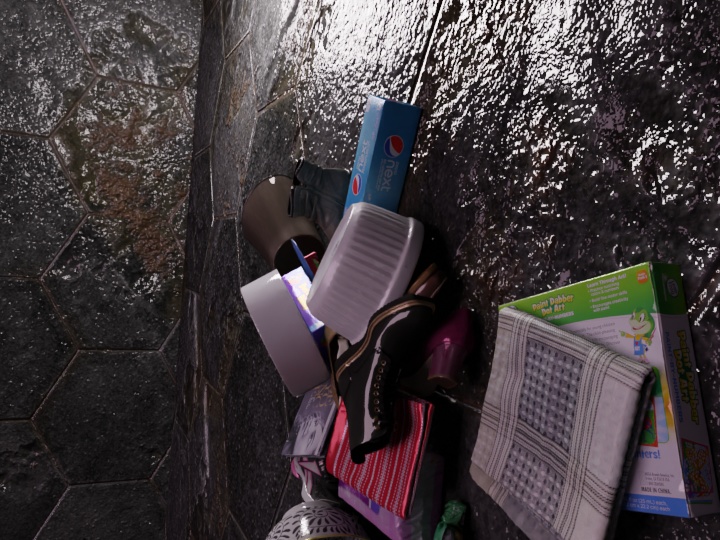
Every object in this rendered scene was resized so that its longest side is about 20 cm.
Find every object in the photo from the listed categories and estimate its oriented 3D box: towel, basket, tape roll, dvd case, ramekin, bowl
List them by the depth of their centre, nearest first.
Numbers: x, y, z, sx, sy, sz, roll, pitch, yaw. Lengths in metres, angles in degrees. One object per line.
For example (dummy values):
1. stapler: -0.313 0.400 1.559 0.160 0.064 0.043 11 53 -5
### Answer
1. towel: 0.170 0.153 0.565 0.192 0.034 0.203 29 112 62
2. towel: 0.018 0.229 0.814 0.199 0.022 0.147 2 76 59
3. ramekin: 0.000 0.000 0.865 0.201 0.104 0.202 -90 26 -72
4. bowl: -0.075 0.428 0.945 0.095 0.198 0.203 -113 37 -49
5. tape roll: -0.123 0.104 1.000 0.204 0.070 0.203 61 172 15
6. dvd case: -0.082 0.271 1.115 0.200 0.016 0.150 -30 34 60
7. basket: -0.160 -0.076 1.272 0.201 0.134 0.182 55 129 48

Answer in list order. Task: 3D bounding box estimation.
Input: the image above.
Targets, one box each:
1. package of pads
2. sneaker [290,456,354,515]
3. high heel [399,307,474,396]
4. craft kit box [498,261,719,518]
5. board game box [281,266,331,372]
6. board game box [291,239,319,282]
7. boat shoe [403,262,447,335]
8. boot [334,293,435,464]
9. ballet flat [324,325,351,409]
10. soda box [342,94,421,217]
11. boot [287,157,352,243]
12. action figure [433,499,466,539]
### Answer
1. package of pads: 0.040 0.295 0.860 0.199 0.075 0.123 2 84 64
2. sneaker: -0.068 0.357 1.079 0.199 0.079 0.088 29 101 56
3. high heel: 0.093 0.114 0.820 0.200 0.067 0.097 -27 39 62
4. craft kit box: 0.214 0.113 0.563 0.199 0.048 0.201 -27 65 61
5. board game box: -0.073 0.098 1.077 0.200 0.044 0.136 51 166 56
6. board game box: -0.065 0.024 1.100 0.202 0.039 0.158 67 171 -26
7. boat shoe: 0.074 0.069 0.845 0.070 0.070 0.201 44 140 10
8. boot: 0.039 0.137 0.753 0.201 0.076 0.140 -55 32 41
9. ballet flat: -0.016 0.172 0.944 0.072 0.067 0.203 -96 -3 -78
10. soda box: 0.031 -0.166 0.953 0.064 0.067 0.203 -134 53 -58
11. boot: -0.075 -0.095 1.092 0.067 0.129 0.204 6 92 64
12. action figure: 0.099 0.382 0.724 0.118 0.054 0.203 53 -134 -67
